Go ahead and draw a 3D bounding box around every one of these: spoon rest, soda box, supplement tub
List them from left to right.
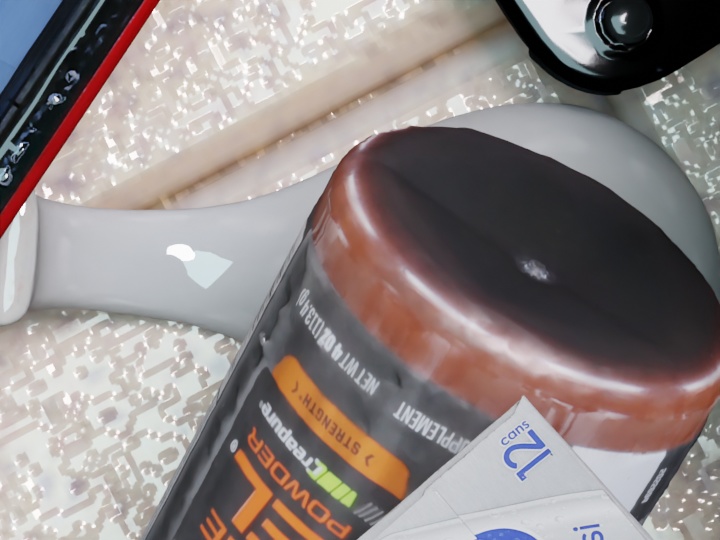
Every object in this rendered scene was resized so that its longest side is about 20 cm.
[{"bbox_3d":[0.000,0.000,0.795,0.200,0.061,0.100,5,89,-13],"label":"spoon rest"},{"bbox_3d":[0.002,0.071,0.733,0.107,0.107,0.200,28,117,1],"label":"supplement tub"},{"bbox_3d":[0.064,0.108,0.680,0.063,0.200,0.068,-41,55,0],"label":"soda box"}]

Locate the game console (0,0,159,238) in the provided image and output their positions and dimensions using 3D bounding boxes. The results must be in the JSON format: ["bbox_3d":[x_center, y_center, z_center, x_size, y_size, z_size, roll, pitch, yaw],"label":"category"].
[{"bbox_3d":[-0.134,-0.089,0.766,0.119,0.172,0.200,34,88,-25],"label":"game console"}]

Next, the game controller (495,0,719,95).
[{"bbox_3d":[0.048,-0.148,0.802,0.104,0.042,0.200,-32,88,-1],"label":"game controller"}]
